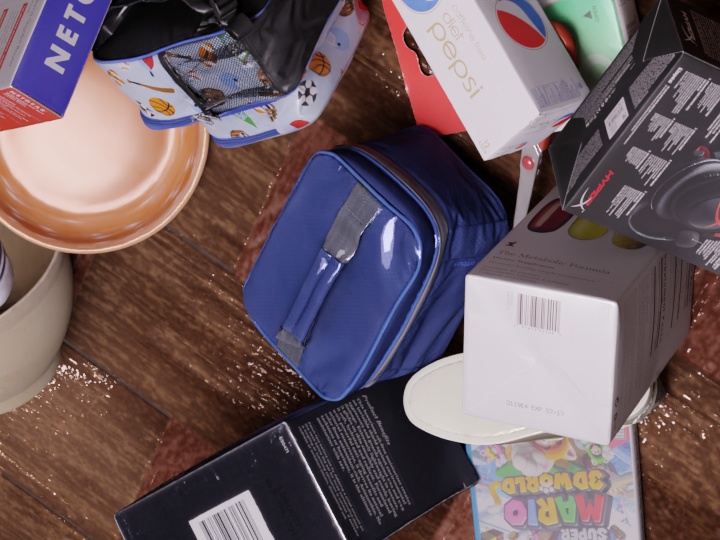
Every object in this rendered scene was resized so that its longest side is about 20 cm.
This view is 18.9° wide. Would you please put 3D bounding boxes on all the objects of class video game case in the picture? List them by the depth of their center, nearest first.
[{"bbox_3d":[0.156,0.187,1.728,0.142,0.018,0.201,3,112,25],"label":"video game case"}]

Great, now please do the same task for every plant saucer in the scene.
[{"bbox_3d":[-0.220,-0.114,1.733,0.199,0.037,0.201,-1,103,-5],"label":"plant saucer"}]

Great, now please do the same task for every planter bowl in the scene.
[{"bbox_3d":[-0.325,0.037,1.818,0.199,0.201,0.135,7,137,24],"label":"planter bowl"}]

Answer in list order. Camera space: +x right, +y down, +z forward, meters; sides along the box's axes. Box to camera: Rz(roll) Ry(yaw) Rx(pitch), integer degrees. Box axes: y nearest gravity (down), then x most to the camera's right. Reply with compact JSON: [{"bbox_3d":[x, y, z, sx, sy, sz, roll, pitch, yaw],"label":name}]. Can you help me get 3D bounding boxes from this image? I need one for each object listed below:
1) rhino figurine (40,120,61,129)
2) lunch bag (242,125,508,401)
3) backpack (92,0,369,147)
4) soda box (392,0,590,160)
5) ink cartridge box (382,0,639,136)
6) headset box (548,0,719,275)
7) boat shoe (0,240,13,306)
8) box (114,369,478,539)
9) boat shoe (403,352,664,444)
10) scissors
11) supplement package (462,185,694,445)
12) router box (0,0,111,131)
[{"bbox_3d":[-0.286,-0.186,1.764,0.087,0.060,0.201,-18,102,11],"label":"rhino figurine"},{"bbox_3d":[0.000,0.000,1.639,0.136,0.132,0.200,44,126,25],"label":"lunch bag"},{"bbox_3d":[-0.098,-0.185,1.609,0.190,0.200,0.154,-5,129,34],"label":"backpack"},{"bbox_3d":[0.077,-0.183,1.528,0.068,0.064,0.201,-40,74,44],"label":"soda box"},{"bbox_3d":[0.103,-0.179,1.583,0.199,0.050,0.162,-9,107,27],"label":"ink cartridge box"},{"bbox_3d":[0.254,-0.080,1.490,0.199,0.075,0.149,20,126,-21],"label":"headset box"},{"bbox_3d":[-0.334,-0.050,1.744,0.071,0.201,0.091,-20,132,-4],"label":"boat shoe"},{"bbox_3d":[-0.050,0.179,1.712,0.200,0.198,0.124,-30,85,33],"label":"box"},{"bbox_3d":[0.133,0.098,1.657,0.201,0.060,0.072,-5,79,24],"label":"boat shoe"},{"bbox_3d":[0.129,-0.088,1.578,0.073,0.014,0.201,15,120,37],"label":"scissors"},{"bbox_3d":[0.160,0.024,1.548,0.113,0.200,0.110,11,116,21],"label":"supplement package"},{"bbox_3d":[-0.248,-0.201,1.613,0.049,0.201,0.179,31,161,-32],"label":"router box"}]
